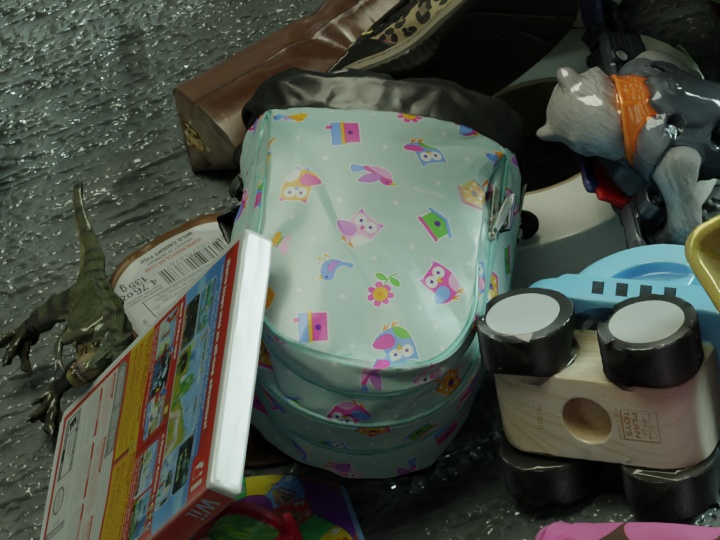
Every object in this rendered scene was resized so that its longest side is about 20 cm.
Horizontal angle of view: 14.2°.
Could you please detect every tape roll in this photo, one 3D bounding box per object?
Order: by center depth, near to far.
[{"bbox_3d":[0.098,-0.061,1.593,0.202,0.037,0.203,-13,36,10],"label":"tape roll"}]

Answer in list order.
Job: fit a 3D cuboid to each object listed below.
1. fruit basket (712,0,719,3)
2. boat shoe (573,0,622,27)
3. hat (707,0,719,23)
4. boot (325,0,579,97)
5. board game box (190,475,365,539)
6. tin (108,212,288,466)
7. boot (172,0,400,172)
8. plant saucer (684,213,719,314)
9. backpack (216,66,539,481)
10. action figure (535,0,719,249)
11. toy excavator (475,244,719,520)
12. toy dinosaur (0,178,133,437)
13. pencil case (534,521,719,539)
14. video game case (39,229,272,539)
[{"bbox_3d":[0.168,-0.194,1.483,0.185,0.200,0.094,30,100,38],"label":"fruit basket"},{"bbox_3d":[0.104,-0.193,1.709,0.075,0.062,0.200,-41,21,4],"label":"boat shoe"},{"bbox_3d":[0.159,-0.204,1.708,0.165,0.200,0.176,14,77,5],"label":"hat"},{"bbox_3d":[0.042,-0.145,1.590,0.200,0.073,0.151,-38,27,33],"label":"boot"},{"bbox_3d":[-0.073,0.154,1.391,0.158,0.039,0.200,-21,36,0],"label":"board game box"},{"bbox_3d":[-0.066,0.033,1.552,0.112,0.042,0.200,-34,38,-11],"label":"tin"},{"bbox_3d":[-0.046,-0.144,1.757,0.200,0.064,0.186,-35,36,-12],"label":"boot"},{"bbox_3d":[0.278,0.025,1.306,0.200,0.048,0.200,-30,76,-2],"label":"plant saucer"},{"bbox_3d":[0.000,0.000,1.434,0.167,0.127,0.200,4,58,6],"label":"backpack"},{"bbox_3d":[0.180,-0.091,1.489,0.193,0.105,0.200,-2,53,-22],"label":"action figure"},{"bbox_3d":[0.176,0.025,1.406,0.194,0.100,0.200,5,34,29],"label":"toy excavator"},{"bbox_3d":[-0.157,0.032,1.556,0.088,0.047,0.200,-53,25,16],"label":"toy dinosaur"},{"bbox_3d":[0.167,0.157,1.241,0.200,0.091,0.094,0,63,29],"label":"pencil case"},{"bbox_3d":[-0.103,0.086,1.379,0.200,0.017,0.143,-43,32,47],"label":"video game case"}]
